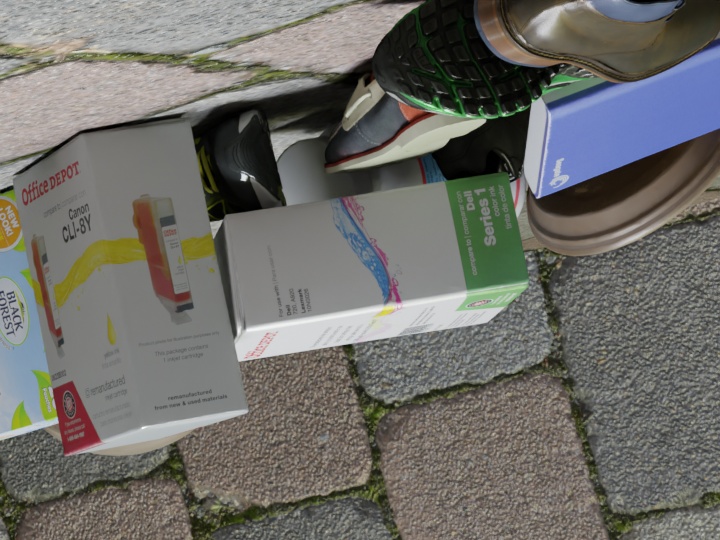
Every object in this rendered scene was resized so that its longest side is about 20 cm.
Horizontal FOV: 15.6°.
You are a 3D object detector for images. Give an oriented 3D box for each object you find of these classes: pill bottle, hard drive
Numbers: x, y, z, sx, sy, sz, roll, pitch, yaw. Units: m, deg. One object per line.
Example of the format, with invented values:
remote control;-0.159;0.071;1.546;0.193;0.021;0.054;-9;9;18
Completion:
pill bottle;0.027;-0.064;1.975;0.109;0.109;0.200;-18;174;39
hard drive;0.205;-0.116;1.708;0.199;0.025;0.132;-21;159;-8

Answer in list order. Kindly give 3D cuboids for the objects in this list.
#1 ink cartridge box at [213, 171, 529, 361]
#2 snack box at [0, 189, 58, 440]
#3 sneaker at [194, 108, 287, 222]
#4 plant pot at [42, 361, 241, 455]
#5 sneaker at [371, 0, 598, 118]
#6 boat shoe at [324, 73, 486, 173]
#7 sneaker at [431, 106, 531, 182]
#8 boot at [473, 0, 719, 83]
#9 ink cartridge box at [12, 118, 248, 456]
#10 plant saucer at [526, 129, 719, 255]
ink cartridge box;0.000;0.000;1.808;0.199;0.084;0.145;-9;171;-10
snack box;-0.291;0.044;1.934;0.199;0.169;0.068;-18;175;27
sneaker;-0.098;-0.061;1.832;0.084;0.075;0.200;-13;176;-3
plant pot;-0.205;0.025;2.040;0.199;0.201;0.174;-15;158;6
sneaker;0.080;-0.125;1.577;0.200;0.078;0.085;-11;175;-43
boat shoe;0.024;-0.106;1.733;0.071;0.063;0.200;-15;176;-22
sneaker;0.089;-0.099;1.866;0.076;0.091;0.200;-19;175;28
boot;0.169;-0.154;1.528;0.200;0.075;0.097;-8;175;-42
ink cartridge box;-0.158;0.013;1.772;0.083;0.201;0.145;-8;173;-28
plant saucer;0.202;-0.095;1.977;0.200;0.029;0.200;-32;-150;21
